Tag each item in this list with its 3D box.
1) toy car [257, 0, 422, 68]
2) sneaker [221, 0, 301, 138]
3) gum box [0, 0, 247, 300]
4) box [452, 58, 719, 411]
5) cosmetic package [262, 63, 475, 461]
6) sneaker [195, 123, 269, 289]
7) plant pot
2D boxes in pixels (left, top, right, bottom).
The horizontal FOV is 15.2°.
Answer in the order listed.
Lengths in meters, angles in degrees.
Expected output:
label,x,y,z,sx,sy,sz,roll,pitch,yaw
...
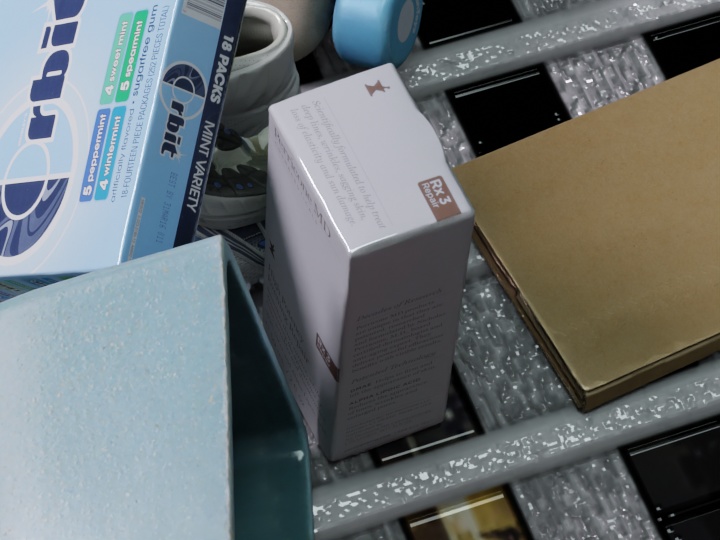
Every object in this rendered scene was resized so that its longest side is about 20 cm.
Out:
label,x,y,z,sx,sy,sz,roll,pitch,yaw
toy car,-0.036,-0.236,1.553,0.184,0.177,0.200,11,43,20
sneaker,-0.129,-0.095,1.478,0.199,0.116,0.074,-16,60,-10
gum box,-0.146,-0.072,1.379,0.044,0.200,0.171,21,76,-37
box,0.169,-0.027,1.496,0.199,0.021,0.164,-23,60,-15
cosmetic package,0.000,0.000,1.366,0.074,0.200,0.102,-20,59,-14
sneaker,-0.051,-0.033,1.447,0.200,0.085,0.077,2,44,-42
plant pot,-0.136,0.128,1.293,0.199,0.197,0.196,-9,56,8
